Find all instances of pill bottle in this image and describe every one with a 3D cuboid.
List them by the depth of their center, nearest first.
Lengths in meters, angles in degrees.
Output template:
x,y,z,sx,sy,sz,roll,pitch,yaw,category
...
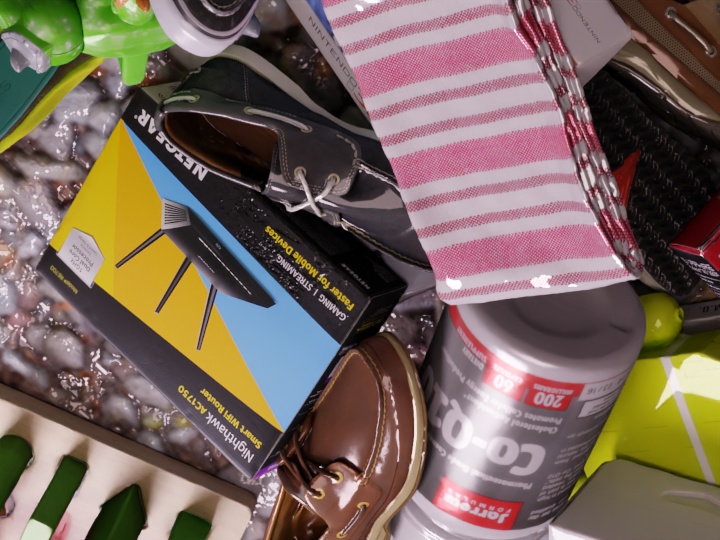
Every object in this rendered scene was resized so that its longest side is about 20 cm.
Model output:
x,y,z,sx,sy,sz,roll,pitch,yaw,category
0.085,0.086,1.234,0.114,0.114,0.200,19,130,0,pill bottle

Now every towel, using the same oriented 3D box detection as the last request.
x,y,z,sx,sy,sz,roll,pitch,yaw,category
0.056,-0.076,1.070,0.146,0.030,0.200,-10,105,52,towel

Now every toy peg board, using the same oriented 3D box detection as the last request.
x,y,z,sx,sy,sz,roll,pitch,yaw,category
-0.203,0.212,1.392,0.200,0.098,0.199,24,116,-2,toy peg board

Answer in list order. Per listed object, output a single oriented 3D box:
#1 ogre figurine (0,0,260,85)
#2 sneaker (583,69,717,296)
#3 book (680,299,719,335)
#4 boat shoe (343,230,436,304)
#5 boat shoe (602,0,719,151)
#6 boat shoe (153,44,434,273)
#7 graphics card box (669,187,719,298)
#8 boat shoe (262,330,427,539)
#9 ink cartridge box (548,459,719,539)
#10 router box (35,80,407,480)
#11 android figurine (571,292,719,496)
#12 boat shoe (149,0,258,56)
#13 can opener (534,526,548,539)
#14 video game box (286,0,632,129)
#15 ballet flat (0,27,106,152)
x,y,z,sx,sy,sz,roll,pitch,yaw,category
-0.133,-0.175,1.167,0.098,0.200,0.120,-38,62,52,ogre figurine
0.137,-0.063,1.232,0.070,0.093,0.200,-53,127,-8,sneaker
0.284,0.072,1.281,0.200,0.048,0.134,-11,111,17,book
0.000,0.000,1.275,0.200,0.065,0.074,-12,90,34,boat shoe
0.181,-0.128,1.185,0.200,0.076,0.074,32,90,-16,boat shoe
-0.026,-0.052,1.182,0.200,0.068,0.072,33,134,16,boat shoe
0.284,0.008,1.171,0.200,0.051,0.125,43,84,-15,graphics card box
-0.012,0.119,1.230,0.067,0.072,0.200,-12,140,-28,boat shoe
0.191,0.232,1.254,0.147,0.086,0.200,13,123,28,ink cartridge box
-0.087,0.005,1.260,0.200,0.051,0.149,42,118,19,router box
0.191,0.100,1.266,0.200,0.041,0.182,-12,107,40,android figurine
-0.059,-0.210,1.122,0.074,0.200,0.068,32,148,-26,boat shoe
0.054,0.212,1.384,0.200,0.053,0.066,-48,65,23,can opener
0.039,-0.147,1.126,0.182,0.047,0.200,54,151,6,video game box
-0.178,-0.139,1.234,0.067,0.067,0.200,45,79,-4,ballet flat
